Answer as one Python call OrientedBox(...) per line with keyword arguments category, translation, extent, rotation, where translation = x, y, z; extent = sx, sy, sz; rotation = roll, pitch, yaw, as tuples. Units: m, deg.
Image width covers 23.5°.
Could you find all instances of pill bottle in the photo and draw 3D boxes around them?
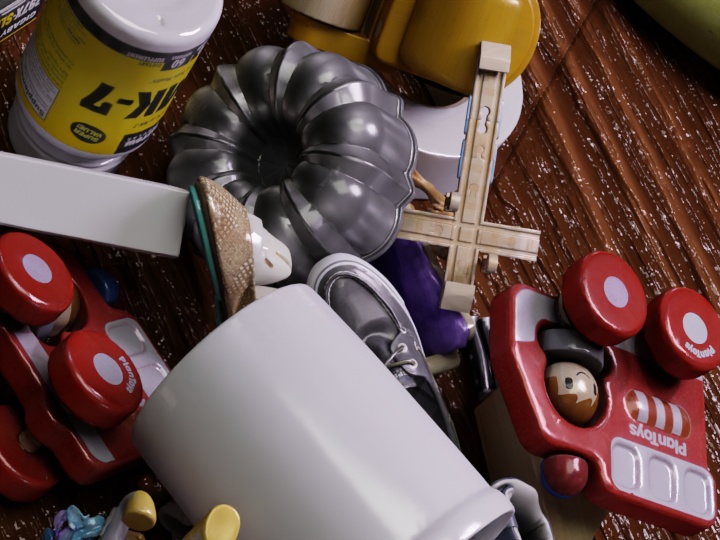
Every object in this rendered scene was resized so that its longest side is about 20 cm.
OrientedBox(category="pill bottle", translation=(-0.186, -0.154, 1.267), extent=(0.113, 0.200, 0.115), rotation=(14, 54, -21))

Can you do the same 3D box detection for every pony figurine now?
OrientedBox(category="pony figurine", translation=(-0.164, 0.226, 1.069), extent=(0.166, 0.200, 0.195), rotation=(30, 65, -18))

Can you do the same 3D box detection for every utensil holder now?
OrientedBox(category="utensil holder", translation=(-0.028, 0.135, 1.112), extent=(0.169, 0.170, 0.200), rotation=(-31, 71, -40))

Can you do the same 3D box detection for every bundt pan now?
OrientedBox(category="bundt pan", translation=(-0.061, -0.081, 1.295), extent=(0.076, 0.200, 0.204), rotation=(37, 31, -63))

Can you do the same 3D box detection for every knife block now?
OrientedBox(category="knife block", translation=(0.127, 0.124, 1.363), extent=(0.175, 0.064, 0.200), rotation=(40, 50, -1))

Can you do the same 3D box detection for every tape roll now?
OrientedBox(category="tape roll", translation=(0.039, -0.165, 1.491), extent=(0.200, 0.071, 0.204), rotation=(15, 54, -21))

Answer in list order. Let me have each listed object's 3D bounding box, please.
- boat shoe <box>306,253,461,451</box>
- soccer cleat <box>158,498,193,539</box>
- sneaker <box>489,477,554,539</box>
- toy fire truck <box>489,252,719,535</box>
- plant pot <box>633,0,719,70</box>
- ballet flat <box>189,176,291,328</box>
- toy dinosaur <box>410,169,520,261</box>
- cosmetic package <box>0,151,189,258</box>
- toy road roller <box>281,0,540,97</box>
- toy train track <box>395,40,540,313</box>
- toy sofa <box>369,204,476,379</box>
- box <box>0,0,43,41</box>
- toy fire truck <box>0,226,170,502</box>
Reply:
OrientedBox(category="boat shoe", translation=(0.023, 0.082, 1.249), extent=(0.069, 0.066, 0.202), rotation=(-24, 105, -7))
OrientedBox(category="soccer cleat", translation=(-0.090, 0.155, 1.211), extent=(0.086, 0.070, 0.201), rotation=(27, 51, -13))
OrientedBox(category="sneaker", translation=(0.042, 0.202, 1.211), extent=(0.200, 0.146, 0.078), rotation=(-3, 64, -30))
OrientedBox(category="toy fire truck", translation=(0.181, 0.095, 1.277), extent=(0.198, 0.112, 0.170), rotation=(21, 54, -29))
OrientedBox(category="plant pot", translation=(0.365, -0.282, 1.705), extent=(0.198, 0.188, 0.188), rotation=(22, 50, 3))
OrientedBox(category="ballet flat", translation=(-0.078, 0.011, 1.234), extent=(0.064, 0.201, 0.071), rotation=(-10, 43, -4))
OrientedBox(category="toy dinosaur", translation=(0.065, -0.036, 1.420), extent=(0.106, 0.060, 0.200), rotation=(44, 16, 0))
OrientedBox(category="cosmetic package", translation=(-0.221, -0.051, 1.221), extent=(0.197, 0.083, 0.051), rotation=(11, 90, -7))
OrientedBox(category="toy road roller", translation=(0.047, -0.208, 1.359), extent=(0.198, 0.124, 0.146), rotation=(17, 15, -17))
OrientedBox(category="toy train track", translation=(0.087, -0.070, 1.289), extent=(0.113, 0.033, 0.203), rotation=(9, 90, -6))
OrientedBox(category="toy sofa", translation=(0.000, 0.000, 1.346), extent=(0.082, 0.098, 0.202), rotation=(-13, 69, -35))
OrientedBox(category="box", translation=(-0.361, -0.241, 1.322), extent=(0.200, 0.049, 0.160), rotation=(45, 52, 2))
OrientedBox(category="toy fire truck", translation=(-0.204, 0.057, 1.199), extent=(0.201, 0.112, 0.168), rotation=(54, 24, 12))
